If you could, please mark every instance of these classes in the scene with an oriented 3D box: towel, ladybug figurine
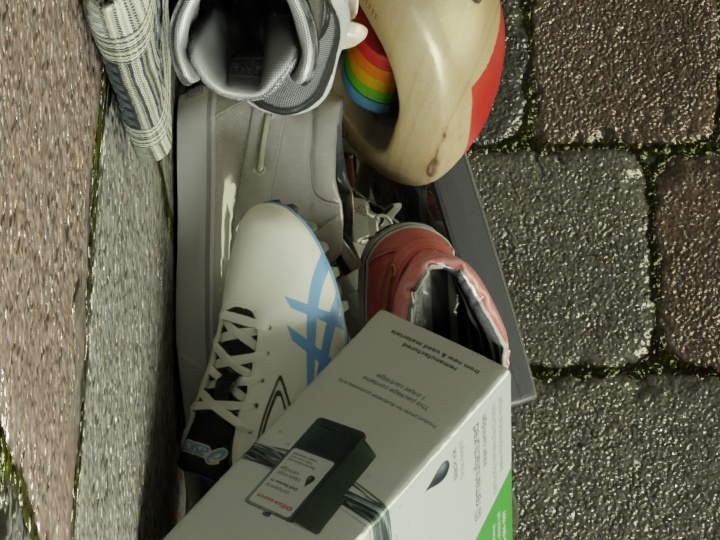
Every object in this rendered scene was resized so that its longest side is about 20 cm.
[{"bbox_3d":[-0.091,-0.168,1.276,0.193,0.034,0.201,82,8,-72],"label":"towel"},{"bbox_3d":[0.025,-0.119,1.543,0.136,0.072,0.200,59,-17,11],"label":"ladybug figurine"}]

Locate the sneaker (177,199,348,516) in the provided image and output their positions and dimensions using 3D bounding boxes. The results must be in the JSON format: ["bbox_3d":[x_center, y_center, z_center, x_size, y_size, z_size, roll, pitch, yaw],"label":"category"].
[{"bbox_3d":[-0.055,0.065,1.495,0.072,0.072,0.202,-7,107,-51],"label":"sneaker"}]

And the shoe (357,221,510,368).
[{"bbox_3d":[0.039,0.079,1.560,0.091,0.071,0.202,-136,-141,-74],"label":"shoe"}]

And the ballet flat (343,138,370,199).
[{"bbox_3d":[-0.029,-0.081,1.817,0.069,0.071,0.201,-45,130,-49],"label":"ballet flat"}]

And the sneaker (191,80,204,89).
[{"bbox_3d":[-0.065,-0.112,1.667,0.200,0.075,0.116,100,11,-65],"label":"sneaker"}]

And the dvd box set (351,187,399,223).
[{"bbox_3d":[-0.012,0.010,1.767,0.029,0.146,0.200,-48,165,-22],"label":"dvd box set"}]

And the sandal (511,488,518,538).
[{"bbox_3d":[0.002,0.100,1.643,0.080,0.200,0.057,-56,-166,16],"label":"sandal"}]

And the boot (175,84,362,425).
[{"bbox_3d":[-0.046,0.004,1.558,0.074,0.095,0.202,-68,157,-83],"label":"boot"}]

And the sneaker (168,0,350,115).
[{"bbox_3d":[-0.048,-0.108,1.307,0.201,0.075,0.114,82,9,-54],"label":"sneaker"}]

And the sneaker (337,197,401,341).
[{"bbox_3d":[0.000,0.000,1.631,0.200,0.082,0.075,49,2,-3],"label":"sneaker"}]

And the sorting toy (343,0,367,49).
[{"bbox_3d":[-0.055,-0.201,1.496,0.180,0.106,0.202,127,-37,-82],"label":"sorting toy"}]

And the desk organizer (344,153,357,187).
[{"bbox_3d":[-0.038,-0.058,1.967,0.200,0.076,0.072,85,6,-65],"label":"desk organizer"}]

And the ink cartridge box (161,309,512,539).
[{"bbox_3d":[-0.011,0.141,1.449,0.200,0.083,0.147,-46,147,-35],"label":"ink cartridge box"}]

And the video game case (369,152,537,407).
[{"bbox_3d":[0.047,-0.010,1.766,0.181,0.025,0.201,144,-70,-78],"label":"video game case"}]
